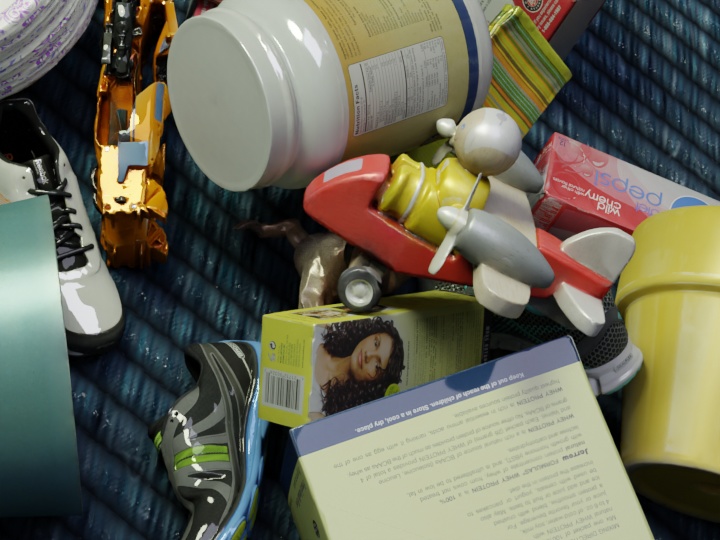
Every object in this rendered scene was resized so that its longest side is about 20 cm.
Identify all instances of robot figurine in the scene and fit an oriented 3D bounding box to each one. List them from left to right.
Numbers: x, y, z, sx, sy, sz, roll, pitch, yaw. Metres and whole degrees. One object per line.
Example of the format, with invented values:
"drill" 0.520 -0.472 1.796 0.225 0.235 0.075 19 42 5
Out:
"robot figurine" -0.162 -0.112 1.265 0.058 0.145 0.202 3 68 -6

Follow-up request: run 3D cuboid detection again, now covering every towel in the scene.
"towel" 0.085 -0.104 1.359 0.086 0.018 0.201 43 78 -30

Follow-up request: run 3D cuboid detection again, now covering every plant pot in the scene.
"plant pot" -0.262 0.061 1.084 0.160 0.201 0.202 -6 61 -10
"plant pot" 0.278 0.081 1.304 0.199 0.201 0.190 21 70 -9

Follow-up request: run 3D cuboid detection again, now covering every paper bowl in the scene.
"paper bowl" -0.283 -0.202 1.261 0.199 0.105 0.202 -6 60 10

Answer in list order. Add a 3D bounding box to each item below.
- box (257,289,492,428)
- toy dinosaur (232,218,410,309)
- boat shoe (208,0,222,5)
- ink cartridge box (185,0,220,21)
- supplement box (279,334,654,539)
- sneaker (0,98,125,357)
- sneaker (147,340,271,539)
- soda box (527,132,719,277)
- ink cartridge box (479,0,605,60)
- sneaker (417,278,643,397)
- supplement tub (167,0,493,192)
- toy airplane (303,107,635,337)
"box" 0.014 0.059 1.204 0.199 0.050 0.076 -9 104 -50
"toy dinosaur" 0.000 0.000 1.272 0.199 0.086 0.136 -32 105 -32
"boat shoe" -0.097 -0.241 1.306 0.201 0.075 0.075 -3 62 -21
"ink cartridge box" -0.038 -0.188 1.395 0.199 0.084 0.146 18 55 -11
"supplement box" 0.073 0.181 1.136 0.199 0.134 0.201 -18 72 -11
"sneaker" -0.223 -0.031 1.224 0.073 0.080 0.201 -21 71 -33
"sneaker" -0.106 0.134 1.182 0.082 0.071 0.201 8 55 -1
"soda box" 0.229 -0.035 1.425 0.199 0.063 0.070 22 54 -10
"ink cartridge box" 0.106 -0.267 1.467 0.200 0.144 0.084 48 53 10
"sneaker" 0.119 0.016 1.286 0.199 0.092 0.078 21 52 39
"supplement tub" -0.022 -0.141 1.231 0.199 0.145 0.145 -21 69 -34
"toy airplane" 0.088 -0.036 1.157 0.198 0.142 0.200 -11 31 -41
